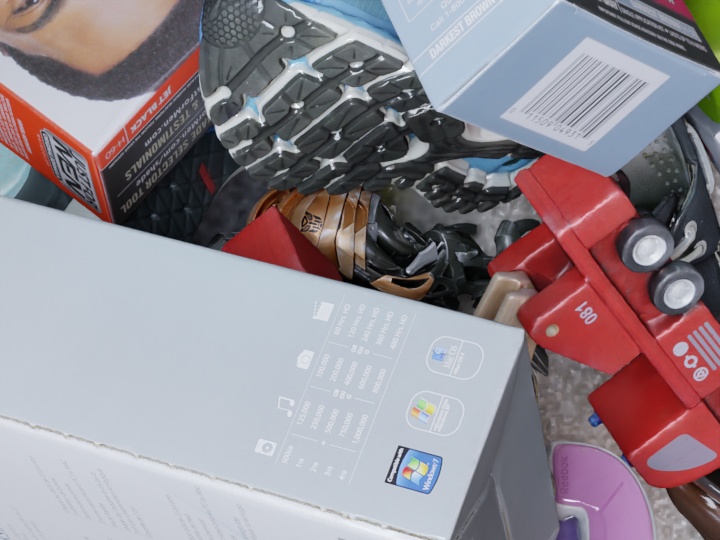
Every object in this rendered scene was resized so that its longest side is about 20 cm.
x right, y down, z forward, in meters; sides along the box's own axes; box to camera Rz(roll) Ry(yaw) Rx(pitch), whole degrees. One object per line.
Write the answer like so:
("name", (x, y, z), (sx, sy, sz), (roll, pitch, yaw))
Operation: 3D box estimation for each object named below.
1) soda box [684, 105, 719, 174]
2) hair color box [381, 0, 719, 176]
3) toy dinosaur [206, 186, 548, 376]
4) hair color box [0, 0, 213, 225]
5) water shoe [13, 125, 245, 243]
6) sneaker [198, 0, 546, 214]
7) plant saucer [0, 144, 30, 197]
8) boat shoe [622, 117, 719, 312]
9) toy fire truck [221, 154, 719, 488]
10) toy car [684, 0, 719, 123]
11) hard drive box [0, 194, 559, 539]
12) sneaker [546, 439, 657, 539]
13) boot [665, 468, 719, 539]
("soda box", (0.235, -0.092, 0.891), (0.200, 0.068, 0.064), (-34, 106, 5))
("hair color box", (0.040, -0.136, 0.767), (0.061, 0.200, 0.099), (-42, 145, 26))
("toy dinosaur", (0.000, 0.000, 0.862), (0.136, 0.102, 0.200), (21, 102, -31))
("hair color box", (-0.134, -0.116, 0.793), (0.200, 0.061, 0.102), (35, 70, 16))
("water shoe", (-0.084, -0.060, 0.843), (0.079, 0.200, 0.072), (15, 143, 29))
("sneaker", (0.005, -0.079, 0.789), (0.078, 0.200, 0.090), (-28, 68, 27))
("plant saucer", (-0.174, -0.070, 0.878), (0.200, 0.039, 0.202), (-1, 107, -4))
("boat shoe", (0.109, -0.030, 0.902), (0.075, 0.060, 0.200), (-28, 106, 4))
("toy fire truck", (0.058, 0.028, 0.808), (0.141, 0.049, 0.200), (-37, 126, 6))
("toy car", (0.162, -0.174, 0.775), (0.164, 0.200, 0.158), (-31, 67, -1))
("hard drive box", (-0.044, 0.061, 0.719), (0.200, 0.156, 0.077), (14, 64, 16))
("sneaker", (0.011, 0.118, 0.819), (0.200, 0.089, 0.081), (-5, 67, 5))
("boot", (0.135, 0.195, 0.971), (0.200, 0.064, 0.186), (-43, 107, 12))
